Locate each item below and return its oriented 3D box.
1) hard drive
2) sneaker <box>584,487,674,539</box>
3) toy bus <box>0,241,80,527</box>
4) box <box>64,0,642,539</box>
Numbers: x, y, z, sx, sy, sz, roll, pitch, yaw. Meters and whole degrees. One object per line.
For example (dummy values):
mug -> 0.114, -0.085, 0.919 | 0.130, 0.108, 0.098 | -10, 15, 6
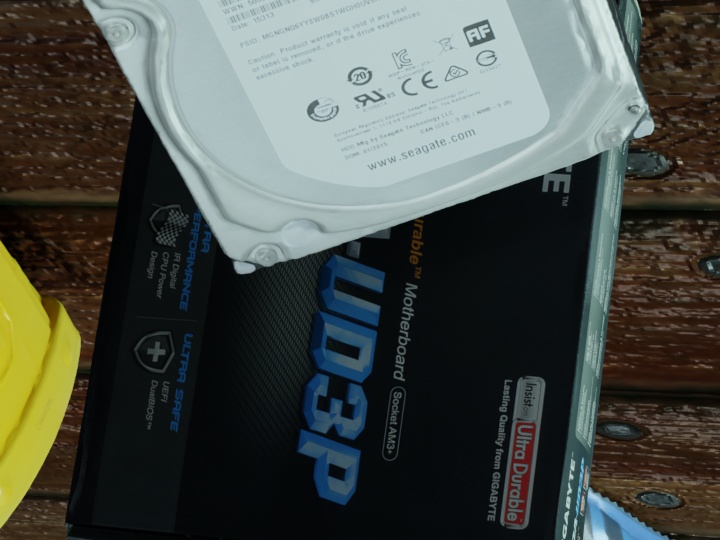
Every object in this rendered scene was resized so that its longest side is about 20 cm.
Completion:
hard drive -> -0.008, -0.092, 0.723 | 0.139, 0.038, 0.200 | -18, 134, 8
sneaker -> 0.105, 0.156, 1.263 | 0.200, 0.079, 0.066 | 31, 151, -33
toy bus -> -0.241, 0.012, 1.059 | 0.199, 0.136, 0.192 | 5, 142, 21
box -> 0.000, 0.000, 0.823 | 0.158, 0.201, 0.046 | 5, 165, 16
